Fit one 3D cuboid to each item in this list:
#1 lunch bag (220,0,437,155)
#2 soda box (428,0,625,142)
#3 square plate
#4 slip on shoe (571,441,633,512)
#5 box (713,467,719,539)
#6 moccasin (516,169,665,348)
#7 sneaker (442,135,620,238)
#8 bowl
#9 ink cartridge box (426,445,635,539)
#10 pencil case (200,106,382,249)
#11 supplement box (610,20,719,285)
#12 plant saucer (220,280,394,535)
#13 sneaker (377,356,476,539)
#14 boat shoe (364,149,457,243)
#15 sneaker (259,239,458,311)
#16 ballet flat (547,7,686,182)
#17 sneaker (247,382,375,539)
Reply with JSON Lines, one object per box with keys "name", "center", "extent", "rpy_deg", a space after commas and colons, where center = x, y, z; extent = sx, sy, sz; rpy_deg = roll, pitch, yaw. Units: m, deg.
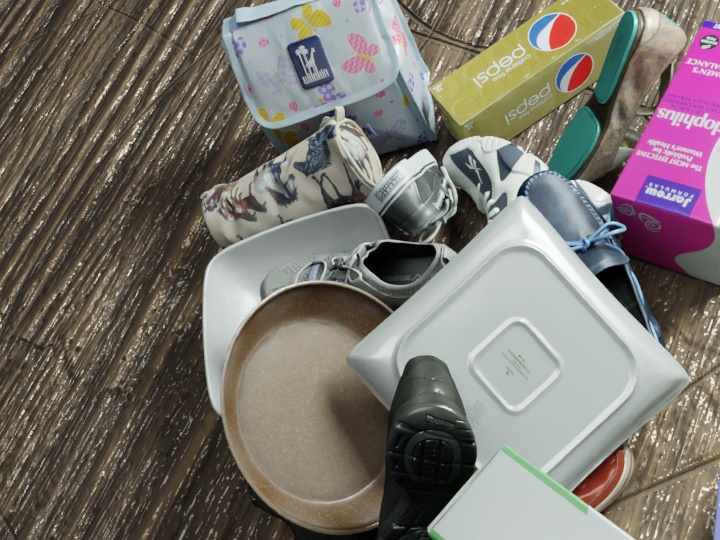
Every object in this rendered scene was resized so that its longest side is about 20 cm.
{"name": "lunch bag", "center": [-0.030, -0.201, 1.103], "extent": [0.168, 0.200, 0.128], "rpy_deg": [-14, 54, 14]}
{"name": "soda box", "center": [0.173, -0.201, 1.098], "extent": [0.199, 0.064, 0.068], "rpy_deg": [-35, 52, 0]}
{"name": "square plate", "center": [0.122, 0.077, 0.850], "extent": [0.198, 0.028, 0.200], "rpy_deg": [-42, 82, -2]}
{"name": "slip on shoe", "center": [0.124, 0.177, 0.878], "extent": [0.198, 0.061, 0.075], "rpy_deg": [-18, 52, 11]}
{"name": "box", "center": [0.352, 0.210, 0.764], "extent": [0.198, 0.048, 0.118], "rpy_deg": [2, 60, 23]}
{"name": "moccasin", "center": [0.201, 0.000, 0.903], "extent": [0.080, 0.068, 0.201], "rpy_deg": [-33, 82, -2]}
{"name": "sneaker", "center": [0.129, -0.040, 1.003], "extent": [0.198, 0.080, 0.130], "rpy_deg": [32, 70, 29]}
{"name": "bowl", "center": [-0.045, 0.050, 1.028], "extent": [0.198, 0.075, 0.201], "rpy_deg": [-19, 54, 13]}
{"name": "ink cartridge box", "center": [0.145, 0.229, 0.747], "extent": [0.084, 0.201, 0.145], "rpy_deg": [-46, 53, -13]}
{"name": "pencil case", "center": [-0.072, -0.083, 1.092], "extent": [0.199, 0.078, 0.090], "rpy_deg": [-25, 82, 28]}
{"name": "supplement box", "center": [0.311, -0.104, 0.950], "extent": [0.100, 0.104, 0.201], "rpy_deg": [20, 71, 32]}
{"name": "plant saucer", "center": [-0.027, 0.110, 0.870], "extent": [0.037, 0.199, 0.202], "rpy_deg": [-28, 40, 54]}
{"name": "sneaker", "center": [0.050, 0.150, 0.799], "extent": [0.075, 0.202, 0.091], "rpy_deg": [5, 37, -3]}
{"name": "boat shoe", "center": [0.056, -0.067, 1.016], "extent": [0.068, 0.199, 0.074], "rpy_deg": [44, 97, 1]}
{"name": "sneaker", "center": [0.000, 0.000, 0.942], "extent": [0.198, 0.082, 0.075], "rpy_deg": [-7, 56, 19]}
{"name": "ballet flat", "center": [0.237, -0.141, 0.991], "extent": [0.066, 0.201, 0.068], "rpy_deg": [11, 40, -15]}
{"name": "sneaker", "center": [-0.066, 0.156, 0.919], "extent": [0.090, 0.076, 0.202], "rpy_deg": [-26, 89, 24]}
